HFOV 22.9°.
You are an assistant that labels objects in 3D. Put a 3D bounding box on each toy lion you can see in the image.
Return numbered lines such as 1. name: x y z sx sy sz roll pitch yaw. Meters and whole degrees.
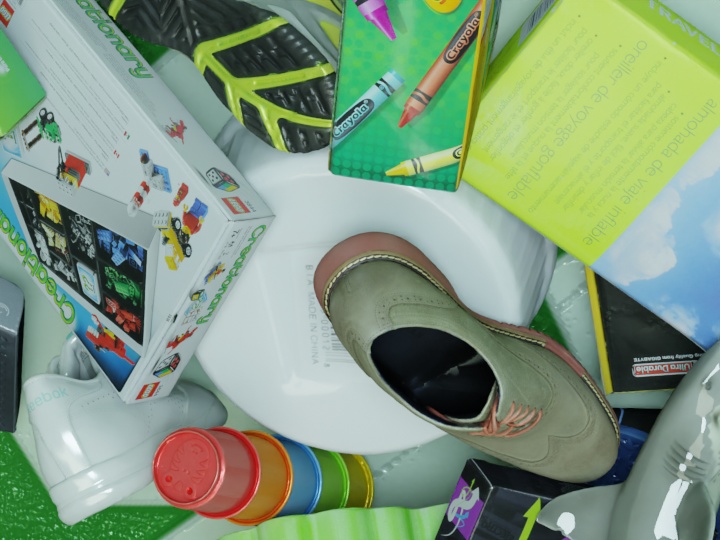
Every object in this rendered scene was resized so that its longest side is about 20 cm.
1. toy lion: 0.014 0.163 0.984 0.200 0.069 0.192 -18 154 20

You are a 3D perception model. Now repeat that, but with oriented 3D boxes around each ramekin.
1. ramekin: 0.000 0.000 0.936 0.200 0.098 0.201 5 120 9

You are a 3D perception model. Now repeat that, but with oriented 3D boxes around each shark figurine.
1. shark figurine: 0.122 0.143 0.853 0.089 0.215 0.128 17 148 14

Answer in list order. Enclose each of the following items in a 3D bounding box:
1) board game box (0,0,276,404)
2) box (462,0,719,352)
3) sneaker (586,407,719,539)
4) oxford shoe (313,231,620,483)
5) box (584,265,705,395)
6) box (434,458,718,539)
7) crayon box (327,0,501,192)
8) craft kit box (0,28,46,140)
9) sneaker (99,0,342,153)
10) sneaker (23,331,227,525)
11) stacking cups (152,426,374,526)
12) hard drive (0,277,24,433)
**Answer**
1. board game box: -0.137 -0.047 0.909 0.200 0.035 0.126 50 125 25
2. box: 0.149 -0.047 0.852 0.200 0.048 0.122 34 121 -9
3. sneaker: 0.206 0.109 0.979 0.200 0.078 0.070 15 126 28
4. oxford shoe: 0.057 0.062 0.853 0.200 0.075 0.070 32 112 -31
5. box: 0.214 -0.020 0.911 0.200 0.049 0.160 -5 116 14
6. box: 0.087 0.205 0.940 0.143 0.036 0.200 14 108 -24
7. crayon box: 0.034 -0.134 0.792 0.058 0.200 0.119 9 120 5
8. craft kit box: -0.287 -0.134 0.914 0.197 0.049 0.200 -13 119 43
9. sneaker: -0.067 -0.139 0.881 0.200 0.076 0.075 49 126 10
10. sneaker: -0.129 0.068 0.958 0.075 0.200 0.089 -29 92 8
11. stacking cups: -0.050 0.108 0.956 0.060 0.200 0.061 -4 76 18
12. hard drive: -0.285 0.022 1.012 0.200 0.042 0.135 18 146 0
